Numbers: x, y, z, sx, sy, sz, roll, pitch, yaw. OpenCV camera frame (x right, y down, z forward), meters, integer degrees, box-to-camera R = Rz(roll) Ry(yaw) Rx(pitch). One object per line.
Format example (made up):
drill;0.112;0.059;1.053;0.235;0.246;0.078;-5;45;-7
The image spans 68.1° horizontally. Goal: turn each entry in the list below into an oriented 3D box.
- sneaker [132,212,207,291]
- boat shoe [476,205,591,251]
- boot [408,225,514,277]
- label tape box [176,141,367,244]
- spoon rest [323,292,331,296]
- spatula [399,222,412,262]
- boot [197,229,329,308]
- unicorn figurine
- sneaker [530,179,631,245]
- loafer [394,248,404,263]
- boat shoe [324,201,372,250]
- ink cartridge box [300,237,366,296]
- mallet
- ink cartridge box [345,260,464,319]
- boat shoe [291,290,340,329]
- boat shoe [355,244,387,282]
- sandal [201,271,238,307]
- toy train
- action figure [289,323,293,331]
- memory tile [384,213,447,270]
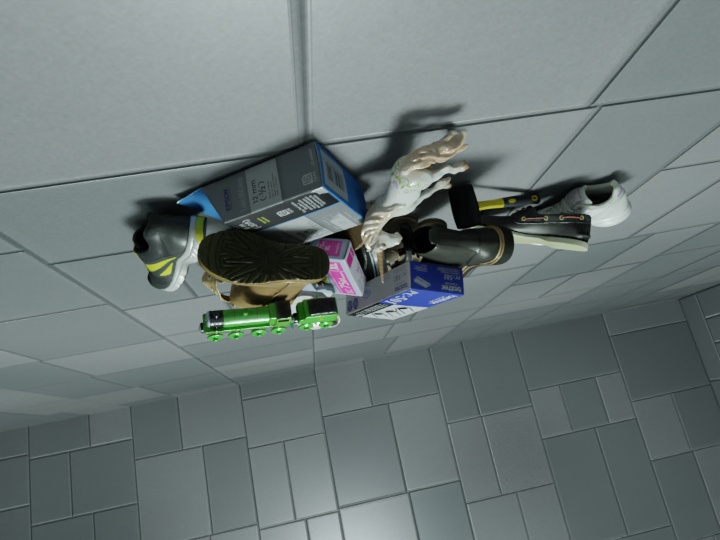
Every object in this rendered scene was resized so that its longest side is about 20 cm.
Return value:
sneaker;-0.275;-0.032;0.740;0.084;0.075;0.200;15;150;-28
boat shoe;0.294;-0.078;0.927;0.201;0.063;0.074;9;176;26
boot;0.110;-0.031;0.800;0.138;0.078;0.200;3;164;-26
label tape box;-0.108;-0.078;0.686;0.200;0.066;0.143;-19;163;18
spoon rest;-0.067;0.008;0.977;0.061;0.099;0.200;-34;167;10
spatula;0.081;-0.023;0.901;0.056;0.021;0.200;17;152;18
boot;-0.151;0.017;0.739;0.175;0.066;0.200;11;159;-23
unicorn figurine;0.062;-0.096;0.675;0.137;0.074;0.200;-33;153;-20
sneaker;0.370;-0.110;0.954;0.200;0.075;0.100;-19;143;24
loafer;0.132;-0.022;1.044;0.070;0.068;0.200;-12;162;29
boat shoe;-0.035;-0.061;0.813;0.200;0.072;0.065;-33;-165;51
ink cartridge box;-0.100;-0.010;0.809;0.200;0.042;0.119;7;154;18
mallet;0.219;-0.118;0.855;0.200;0.066;0.041;-19;-179;-35
ink cartridge box;0.062;0.036;0.827;0.094;0.044;0.200;7;162;-26
boat shoe;-0.086;0.070;0.946;0.071;0.069;0.200;-52;160;8
boat shoe;0.000;0.000;0.880;0.071;0.072;0.200;-14;155;-9
sandal;-0.241;0.023;0.927;0.069;0.078;0.212;11;169;-11
toy train;-0.126;0.066;0.756;0.200;0.042;0.056;-5;155;-18
action figure;-0.131;0.023;0.987;0.055;0.118;0.200;2;154;-6
memory tile;0.048;-0.042;0.909;0.153;0.017;0.200;6;152;-13
